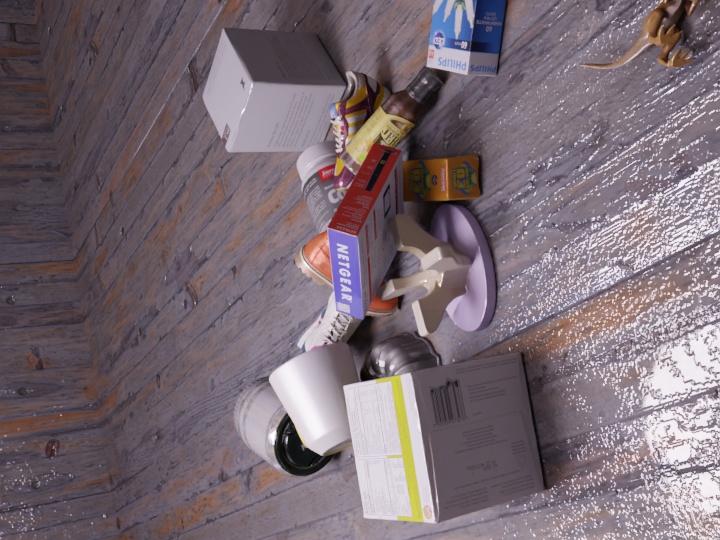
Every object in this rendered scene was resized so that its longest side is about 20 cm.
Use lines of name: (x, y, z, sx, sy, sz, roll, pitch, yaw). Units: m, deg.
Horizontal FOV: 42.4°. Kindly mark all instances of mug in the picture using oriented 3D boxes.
mug: (-0.055, 0.228, 1.573, 0.187, 0.148, 0.154, 70, 175, -72)

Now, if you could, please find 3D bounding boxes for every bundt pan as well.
bundt pan: (0.062, 0.207, 1.555, 0.201, 0.075, 0.204, 12, 104, 57)

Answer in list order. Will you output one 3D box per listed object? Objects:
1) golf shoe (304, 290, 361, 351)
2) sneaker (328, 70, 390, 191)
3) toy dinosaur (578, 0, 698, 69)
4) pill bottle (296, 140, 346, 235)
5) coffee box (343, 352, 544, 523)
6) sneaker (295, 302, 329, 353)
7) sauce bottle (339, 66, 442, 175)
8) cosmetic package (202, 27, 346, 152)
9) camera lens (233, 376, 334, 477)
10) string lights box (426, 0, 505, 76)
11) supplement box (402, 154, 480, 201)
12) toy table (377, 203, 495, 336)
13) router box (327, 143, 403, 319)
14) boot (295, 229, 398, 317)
golf shoe: (-0.041, 0.108, 1.654, 0.092, 0.075, 0.201, -80, 16, -56)
sneaker: (-0.023, -0.236, 1.566, 0.075, 0.090, 0.202, -3, 65, 59)
toy dinosaur: (0.342, -0.276, 1.073, 0.201, 0.060, 0.107, -55, 24, 39)
pill bottle: (-0.038, -0.124, 1.642, 0.114, 0.113, 0.201, -55, 49, 46)
coffee box: (0.117, 0.242, 1.349, 0.197, 0.198, 0.202, -22, 76, 58)
sneaker: (-0.045, 0.107, 1.745, 0.082, 0.070, 0.200, 47, 134, 10)
sauce bottle: (0.050, -0.236, 1.474, 0.200, 0.064, 0.065, -48, 50, 19)
cosmetic package: (-0.165, -0.335, 1.742, 0.166, 0.198, 0.165, 62, 141, 33)
camera lens: (-0.144, 0.302, 1.822, 0.199, 0.159, 0.162, 17, 108, 56)
string lights box: (0.158, -0.389, 1.341, 0.103, 0.058, 0.202, 28, 117, 53)
supplement box: (0.102, -0.142, 1.455, 0.199, 0.068, 0.067, 4, 99, 57)
toy table: (0.115, -0.001, 1.404, 0.184, 0.116, 0.201, -52, 52, 48)
router box: (0.012, -0.058, 1.406, 0.048, 0.180, 0.201, 16, 144, 16)
boot: (0.000, 0.000, 1.551, 0.107, 0.199, 0.075, -44, 24, 31)
